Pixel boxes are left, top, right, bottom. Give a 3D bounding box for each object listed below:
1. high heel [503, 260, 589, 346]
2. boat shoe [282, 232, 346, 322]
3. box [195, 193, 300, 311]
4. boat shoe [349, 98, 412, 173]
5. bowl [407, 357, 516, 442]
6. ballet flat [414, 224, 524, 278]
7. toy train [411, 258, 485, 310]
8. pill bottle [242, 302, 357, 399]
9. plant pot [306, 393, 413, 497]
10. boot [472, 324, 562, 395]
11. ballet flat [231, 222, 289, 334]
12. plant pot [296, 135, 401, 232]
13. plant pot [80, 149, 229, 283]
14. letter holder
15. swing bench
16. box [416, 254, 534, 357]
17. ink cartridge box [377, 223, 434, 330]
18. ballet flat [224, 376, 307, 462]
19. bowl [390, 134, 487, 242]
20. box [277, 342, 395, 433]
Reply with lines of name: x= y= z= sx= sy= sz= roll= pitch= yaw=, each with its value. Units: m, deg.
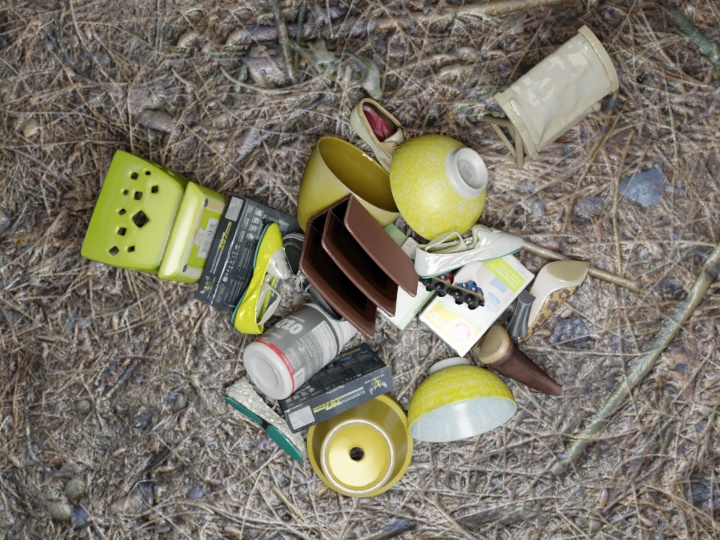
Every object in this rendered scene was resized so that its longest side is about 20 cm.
high heel: x=0.347 y=0.061 z=1.602 sx=0.199 sy=0.143 sz=0.071 roll=-28 pitch=56 yaw=-29
boat shoe: x=-0.084 y=0.014 z=1.509 sx=0.074 sy=0.068 sz=0.200 roll=-44 pitch=76 yaw=27
box: x=-0.200 y=-0.022 z=1.554 sx=0.051 sy=0.157 sz=0.202 roll=19 pitch=90 yaw=38
boat shoe: x=0.059 y=-0.239 z=1.591 sx=0.200 sy=0.066 sz=0.074 roll=43 pitch=72 yaw=2
bowl: x=0.173 y=0.223 z=1.545 sx=0.198 sy=0.201 sz=0.108 roll=-13 pitch=60 yaw=1
ballet flat: x=0.187 y=-0.043 z=1.481 sx=0.198 sy=0.069 sz=0.070 roll=-16 pitch=89 yaw=-1
toy train: x=0.142 y=0.020 z=1.516 sx=0.199 sy=0.034 sz=0.046 roll=24 pitch=69 yaw=37
pill bottle: x=-0.104 y=0.130 z=1.532 sx=0.200 sy=0.114 sz=0.114 roll=-37 pitch=88 yaw=-38
plant pot: x=-0.002 y=0.315 z=1.530 sx=0.199 sy=0.189 sz=0.203 roll=0 pitch=88 yaw=2
boot: x=0.290 y=0.167 z=1.519 sx=0.165 sy=0.200 sz=0.073 roll=30 pitch=85 yaw=0
ballet flat: x=-0.163 y=0.019 z=1.505 sx=0.067 sy=0.067 sz=0.202 roll=20 pitch=89 yaw=20
plant pot: x=-0.036 y=-0.123 z=1.554 sx=0.200 sy=0.200 sz=0.142 roll=41 pitch=116 yaw=2
plant pot: x=-0.347 y=-0.082 z=1.526 sx=0.180 sy=0.199 sz=0.202 roll=18 pitch=90 yaw=14
letter holder: x=0.000 y=0.000 z=1.444 sx=0.100 sy=0.143 sz=0.200 roll=-28 pitch=122 yaw=29
swing bench: x=0.340 y=-0.302 z=1.524 sx=0.198 sy=0.200 sz=0.130 roll=-37 pitch=88 yaw=1
box: x=0.208 y=0.049 z=1.571 sx=0.112 sy=0.101 sz=0.200 roll=43 pitch=90 yaw=3
ink cartridge box: x=0.048 y=-0.008 z=1.605 sx=0.200 sy=0.048 sz=0.146 roll=40 pitch=91 yaw=0
ballet flat: x=-0.165 y=0.271 z=1.600 sx=0.200 sy=0.072 sz=0.072 roll=40 pitch=90 yaw=1
bowl: x=0.161 y=-0.159 z=1.515 sx=0.199 sy=0.107 sz=0.202 roll=15 pitch=65 yaw=-36
box: x=-0.052 y=0.207 z=1.532 sx=0.199 sy=0.158 sz=0.051 roll=-22 pitch=106 yaw=-10
